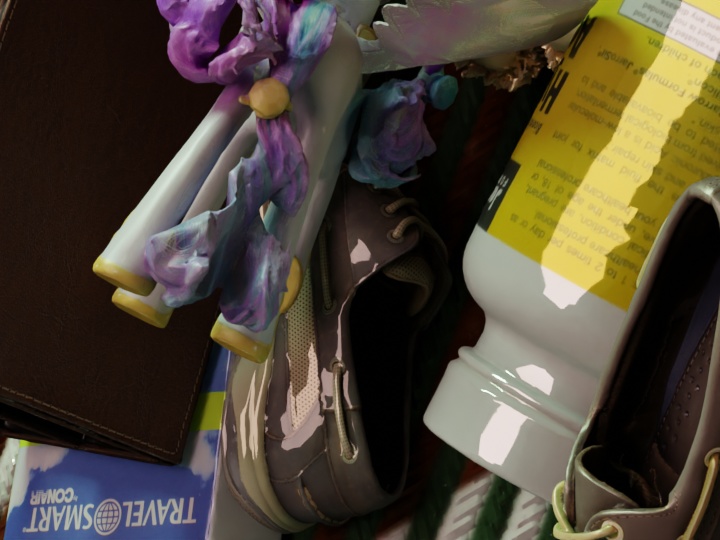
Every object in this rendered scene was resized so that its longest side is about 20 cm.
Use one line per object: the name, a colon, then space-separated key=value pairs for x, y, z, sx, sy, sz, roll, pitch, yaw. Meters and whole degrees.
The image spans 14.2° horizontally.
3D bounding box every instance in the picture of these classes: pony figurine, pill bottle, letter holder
pony figurine: x=-0.020 y=-0.073 z=0.989 sx=0.166 sy=0.193 sz=0.201 roll=27 pitch=84 yaw=2
pill bottle: x=0.102 y=-0.019 z=0.970 sx=0.111 sy=0.111 sz=0.201 roll=31 pitch=95 yaw=44
letter holder: x=-0.121 y=-0.045 z=1.097 sx=0.100 sy=0.142 sz=0.201 roll=6 pitch=76 yaw=44

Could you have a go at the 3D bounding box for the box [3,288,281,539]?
box: x=-0.079 y=0.043 z=1.156 sx=0.122 sy=0.048 sz=0.201 roll=-8 pitch=68 yaw=41

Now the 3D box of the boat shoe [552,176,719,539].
boat shoe: x=0.092 y=0.064 z=0.894 sx=0.072 sy=0.059 sz=0.201 roll=49 pitch=122 yaw=53

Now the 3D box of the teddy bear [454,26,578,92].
teddy bear: x=0.088 y=-0.159 z=1.066 sx=0.145 sy=0.066 sz=0.201 roll=-38 pitch=40 yaw=54

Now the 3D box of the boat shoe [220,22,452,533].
boat shoe: x=0.000 y=0.000 z=1.094 sx=0.073 sy=0.074 sz=0.201 roll=-1 pitch=79 yaw=30
